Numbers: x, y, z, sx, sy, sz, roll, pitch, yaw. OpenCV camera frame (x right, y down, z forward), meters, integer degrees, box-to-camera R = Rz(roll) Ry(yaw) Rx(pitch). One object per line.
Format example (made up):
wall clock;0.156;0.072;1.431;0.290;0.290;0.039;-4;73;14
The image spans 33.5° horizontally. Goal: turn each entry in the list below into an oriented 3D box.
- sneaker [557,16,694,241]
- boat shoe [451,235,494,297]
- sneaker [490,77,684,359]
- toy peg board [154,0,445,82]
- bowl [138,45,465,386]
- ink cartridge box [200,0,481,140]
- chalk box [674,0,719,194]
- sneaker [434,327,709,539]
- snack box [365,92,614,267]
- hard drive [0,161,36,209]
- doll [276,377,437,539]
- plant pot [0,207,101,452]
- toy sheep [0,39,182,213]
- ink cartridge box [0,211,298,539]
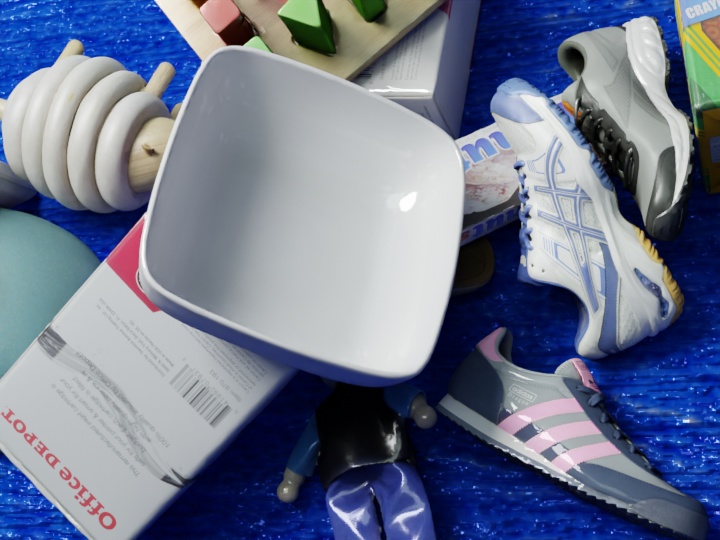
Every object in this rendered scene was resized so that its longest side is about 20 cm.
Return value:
sneaker;0.185;-0.097;0.839;0.078;0.074;0.202;-5;48;0
boat shoe;0.000;0.000;0.890;0.197;0.065;0.073;-1;57;3
sneaker;0.134;-0.033;0.817;0.088;0.075;0.201;-33;85;6
toy peg board;-0.056;-0.235;0.854;0.199;0.098;0.200;-39;85;2
bowl;-0.038;-0.027;0.774;0.198;0.075;0.202;20;60;-12
ink cartridge box;-0.014;-0.186;0.961;0.198;0.083;0.148;4;70;20
chalk box;0.281;-0.177;0.828;0.123;0.124;0.202;-9;65;15
sneaker;0.147;0.104;0.787;0.199;0.070;0.083;27;82;26
snack box;0.089;-0.065;0.873;0.198;0.024;0.072;-25;60;-13
hard drive;-0.353;-0.058;0.955;0.131;0.200;0.027;-23;84;2
doll;0.000;0.138;0.837;0.135;0.048;0.202;-26;60;23
plant pot;-0.317;0.030;0.949;0.198;0.135;0.203;-8;66;17
toy sheep;-0.223;-0.115;0.983;0.198;0.138;0.139;13;73;20
ink cartridge box;-0.148;0.076;0.841;0.145;0.083;0.200;45;106;2
